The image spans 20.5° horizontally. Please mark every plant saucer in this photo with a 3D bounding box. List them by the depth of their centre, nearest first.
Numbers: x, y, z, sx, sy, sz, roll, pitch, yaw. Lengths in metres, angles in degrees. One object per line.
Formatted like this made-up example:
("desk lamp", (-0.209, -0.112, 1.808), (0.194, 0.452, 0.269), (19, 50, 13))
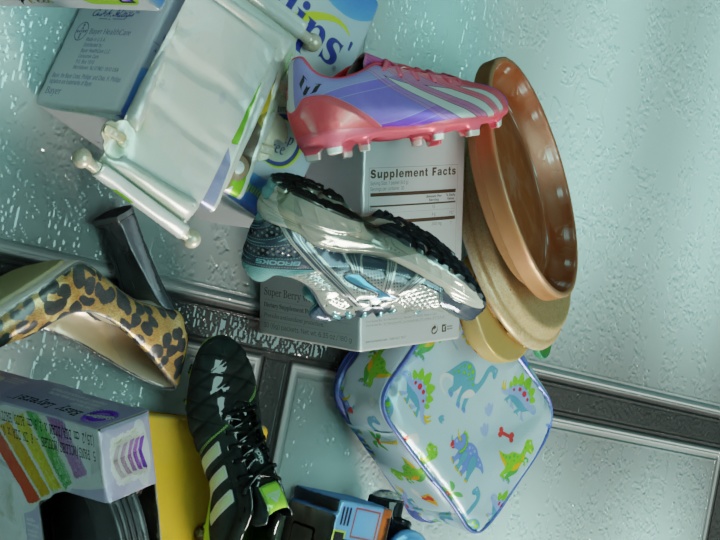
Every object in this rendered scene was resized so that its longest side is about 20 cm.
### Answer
("plant saucer", (0.130, -0.073, 1.623), (0.200, 0.032, 0.202), (-15, 90, -71))

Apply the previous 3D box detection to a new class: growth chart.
("growth chart", (-0.105, -0.117, 1.390), (0.145, 0.018, 0.201), (44, 66, -40))

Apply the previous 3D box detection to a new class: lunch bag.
("lunch bag", (0.075, 0.112, 1.699), (0.161, 0.082, 0.200), (-54, 128, -24))

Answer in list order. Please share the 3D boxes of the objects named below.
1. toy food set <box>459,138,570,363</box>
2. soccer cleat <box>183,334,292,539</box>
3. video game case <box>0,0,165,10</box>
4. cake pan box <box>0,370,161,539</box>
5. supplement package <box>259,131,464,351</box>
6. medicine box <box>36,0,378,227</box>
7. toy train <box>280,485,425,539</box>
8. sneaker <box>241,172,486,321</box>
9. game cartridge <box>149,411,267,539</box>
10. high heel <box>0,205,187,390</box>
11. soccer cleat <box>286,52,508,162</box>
("toy food set", (0.123, -0.021, 1.685), (0.198, 0.048, 0.202), (-6, 78, -64))
("soccer cleat", (-0.087, 0.149, 1.504), (0.067, 0.081, 0.202), (-14, 106, -42))
("video game case", (-0.157, -0.269, 1.346), (0.045, 0.180, 0.201), (43, 67, -40))
("cake pan box", (-0.207, 0.172, 1.349), (0.052, 0.199, 0.186), (-20, 112, -43))
("supplement package", (0.001, -0.047, 1.575), (0.119, 0.121, 0.202), (-5, 99, -44))
("medicine box", (-0.109, -0.161, 1.464), (0.182, 0.102, 0.202), (35, 72, -42))
("toy train", (-0.019, 0.275, 1.635), (0.114, 0.086, 0.202), (16, 87, -35))
("sneaker", (0.000, 0.000, 1.470), (0.199, 0.078, 0.087), (24, 106, -23))
("game cartridge", (-0.166, 0.195, 1.514), (0.199, 0.032, 0.178), (11, 88, -43))
("high heel", (-0.201, 0.057, 1.423), (0.200, 0.071, 0.144), (-38, 115, -45))
("soccer cleat", (0.030, -0.128, 1.467), (0.199, 0.066, 0.077), (-12, 91, -36))
